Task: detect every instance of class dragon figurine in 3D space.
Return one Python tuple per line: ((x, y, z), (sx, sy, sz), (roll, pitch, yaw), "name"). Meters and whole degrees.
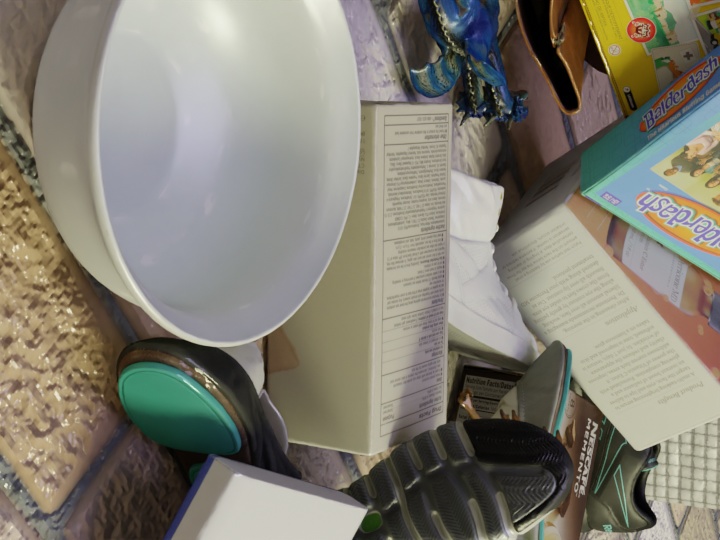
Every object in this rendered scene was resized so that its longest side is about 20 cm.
((0.065, -0.149, 0.886), (0.200, 0.059, 0.100), (6, 81, -66), "dragon figurine")

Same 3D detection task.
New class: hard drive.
((-0.082, 0.197, 0.687), (0.132, 0.025, 0.200), (30, 88, -56), "hard drive")

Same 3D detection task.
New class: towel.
((0.320, 0.121, 1.254), (0.086, 0.165, 0.201), (-38, 126, -57), "towel")

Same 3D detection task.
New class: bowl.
((-0.088, -0.068, 0.631), (0.201, 0.090, 0.202), (-12, 105, -57), "bowl")

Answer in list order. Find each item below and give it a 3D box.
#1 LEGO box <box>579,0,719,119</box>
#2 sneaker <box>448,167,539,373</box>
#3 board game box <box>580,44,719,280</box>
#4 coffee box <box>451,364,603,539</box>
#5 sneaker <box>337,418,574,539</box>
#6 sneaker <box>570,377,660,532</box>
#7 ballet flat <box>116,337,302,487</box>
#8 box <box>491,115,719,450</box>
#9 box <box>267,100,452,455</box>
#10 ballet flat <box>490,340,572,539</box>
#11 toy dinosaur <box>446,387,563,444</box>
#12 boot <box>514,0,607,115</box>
((0.231, -0.202, 0.913), (0.200, 0.149, 0.077), (62, 31, -31), "LEGO box")
((0.084, -0.003, 0.937), (0.200, 0.074, 0.116), (37, 67, -53), "sneaker")
((0.273, -0.083, 0.915), (0.152, 0.200, 0.045), (29, 45, -23), "board game box")
((0.111, 0.183, 1.003), (0.113, 0.080, 0.201), (32, 68, -55), "coffee box")
((0.041, 0.146, 0.807), (0.115, 0.200, 0.075), (31, 39, -65), "sneaker")
((0.230, 0.136, 1.192), (0.075, 0.079, 0.201), (-7, 100, -58), "sneaker")
((-0.075, 0.080, 0.709), (0.200, 0.068, 0.069), (73, 27, -49), "ballet flat")
((0.213, 0.006, 1.031), (0.200, 0.106, 0.152), (48, 46, -7), "box")
((0.000, 0.000, 0.795), (0.095, 0.078, 0.201), (-9, 102, -57), "box")
((0.100, 0.140, 0.907), (0.067, 0.064, 0.201), (101, -1, -75), "ballet flat")
((0.082, 0.144, 0.868), (0.060, 0.106, 0.200), (-3, 59, -52), "toy dinosaur")
((0.165, -0.180, 0.982), (0.200, 0.068, 0.189), (-80, 154, -49), "boot")
